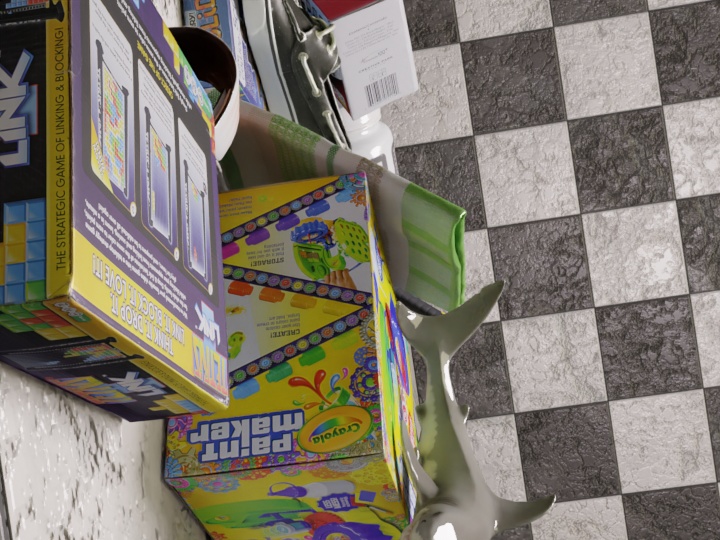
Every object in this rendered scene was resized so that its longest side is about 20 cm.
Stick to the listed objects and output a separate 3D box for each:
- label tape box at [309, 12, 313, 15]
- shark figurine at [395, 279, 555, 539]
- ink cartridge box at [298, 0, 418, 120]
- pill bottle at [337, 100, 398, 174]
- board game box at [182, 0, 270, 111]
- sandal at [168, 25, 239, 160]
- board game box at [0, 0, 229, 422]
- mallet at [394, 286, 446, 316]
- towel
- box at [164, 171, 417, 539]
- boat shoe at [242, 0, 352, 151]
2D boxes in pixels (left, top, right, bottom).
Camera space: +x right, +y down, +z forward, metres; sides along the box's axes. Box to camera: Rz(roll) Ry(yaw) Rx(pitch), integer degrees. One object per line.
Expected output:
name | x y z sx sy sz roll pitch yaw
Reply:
label tape box | -0.069 -0.181 1.012 0.144 0.063 0.200 -92 172 -54
shark figurine | 0.068 0.114 0.625 0.215 0.089 0.128 -84 167 -52
ink cartridge box | -0.031 -0.291 1.112 0.200 0.084 0.176 55 -13 40
pill bottle | -0.011 -0.110 1.239 0.113 0.113 0.201 -88 168 -63
board game box | -0.105 -0.212 0.822 0.135 0.034 0.201 57 25 -75
sandal | -0.100 -0.105 0.595 0.207 0.059 0.079 65 17 -71
board game box | -0.108 -0.036 0.438 0.200 0.057 0.166 67 18 -71
mallet | 0.000 0.000 0.931 0.041 0.200 0.066 -60 -174 10
towel | -0.018 -0.043 0.737 0.031 0.200 0.149 -56 161 -17
box | -0.034 0.080 0.679 0.200 0.122 0.193 74 11 -55
boat shoe | -0.048 -0.172 0.830 0.071 0.063 0.200 -91 171 -48
